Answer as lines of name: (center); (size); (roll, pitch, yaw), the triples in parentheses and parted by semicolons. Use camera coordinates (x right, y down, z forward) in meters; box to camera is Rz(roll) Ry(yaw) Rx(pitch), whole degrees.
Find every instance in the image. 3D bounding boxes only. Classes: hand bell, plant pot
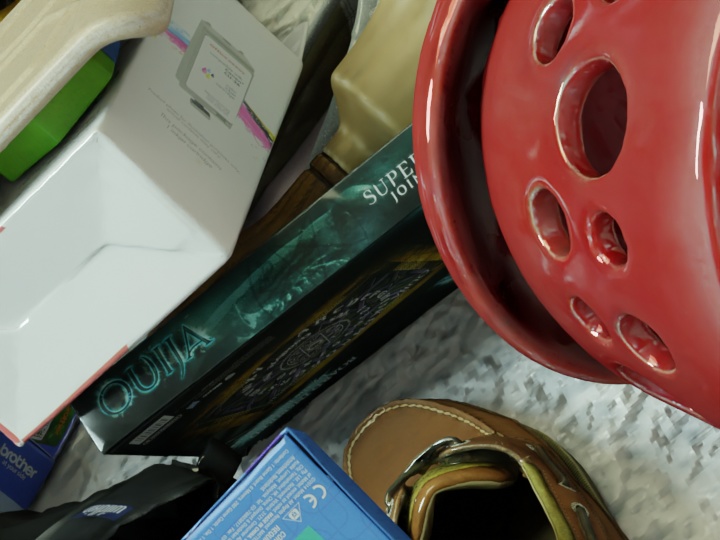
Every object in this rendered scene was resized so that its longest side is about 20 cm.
hand bell: (-0.015, -0.030, 1.131); (0.200, 0.104, 0.104); (-47, 35, -2)
plant pot: (0.129, -0.048, 0.924); (0.201, 0.200, 0.182); (-56, 31, -13)

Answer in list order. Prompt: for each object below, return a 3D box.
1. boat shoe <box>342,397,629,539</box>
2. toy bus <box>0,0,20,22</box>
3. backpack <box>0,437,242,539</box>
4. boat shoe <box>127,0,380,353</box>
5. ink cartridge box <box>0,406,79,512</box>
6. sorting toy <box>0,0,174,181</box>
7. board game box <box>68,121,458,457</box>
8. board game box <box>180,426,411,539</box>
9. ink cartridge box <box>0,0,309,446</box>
boat shoe: (0.043, 0.082, 0.996); (0.072, 0.068, 0.200); (-51, 34, -4)
toy bus: (-0.154, -0.109, 1.350); (0.200, 0.136, 0.192); (-35, 24, 21)
backpack: (-0.110, 0.161, 1.006); (0.166, 0.127, 0.200); (-22, 20, 21)
boat shoe: (-0.039, -0.025, 1.189); (0.202, 0.065, 0.074); (-52, 35, -7)
ink cartridge box: (-0.204, 0.120, 1.247); (0.119, 0.042, 0.201); (8, 61, 49)
sorting toy: (-0.138, -0.050, 1.071); (0.200, 0.036, 0.185); (-40, 16, 14)
board game box: (0.000, 0.000, 1.076); (0.200, 0.135, 0.028); (-38, 76, 11)
board game box: (-0.001, 0.170, 0.869); (0.152, 0.200, 0.045); (-45, -9, 1)
ink cartridge box: (-0.089, -0.038, 1.089); (0.116, 0.067, 0.200); (-41, 14, 25)
